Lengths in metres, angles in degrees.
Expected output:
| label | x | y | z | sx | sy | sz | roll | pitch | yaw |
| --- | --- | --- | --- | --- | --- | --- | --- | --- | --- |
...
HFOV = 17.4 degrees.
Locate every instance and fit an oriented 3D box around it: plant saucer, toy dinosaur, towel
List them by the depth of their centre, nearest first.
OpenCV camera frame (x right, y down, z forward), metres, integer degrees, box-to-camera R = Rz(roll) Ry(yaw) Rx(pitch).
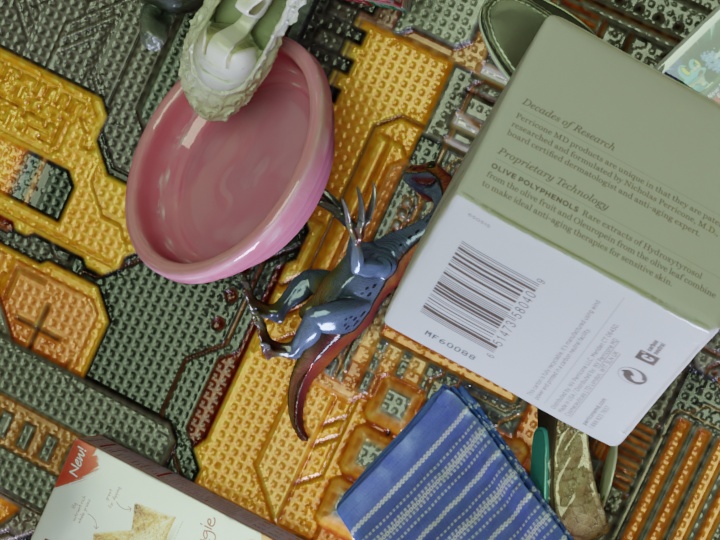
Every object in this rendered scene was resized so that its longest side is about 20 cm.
| label | x | y | z | sx | sy | sz | roll | pitch | yaw |
| --- | --- | --- | --- | --- | --- | --- | --- | --- | --- |
| towel | 0.074 | 0.199 | 1.733 | 0.145 | 0.024 | 0.200 | -47 | 57 | 17 |
| plant saucer | -0.091 | -0.079 | 1.766 | 0.200 | 0.051 | 0.202 | -23 | 53 | 34 |
| toy dinosaur | 0.000 | 0.000 | 1.790 | 0.180 | 0.105 | 0.201 | -20 | 124 | -2 |

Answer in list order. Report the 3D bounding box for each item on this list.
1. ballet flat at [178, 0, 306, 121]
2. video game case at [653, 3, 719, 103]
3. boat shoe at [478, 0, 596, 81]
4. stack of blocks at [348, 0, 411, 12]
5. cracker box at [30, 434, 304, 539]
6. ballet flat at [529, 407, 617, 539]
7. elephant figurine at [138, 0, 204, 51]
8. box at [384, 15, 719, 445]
| label | x | y | z | sx | sy | sz | roll | pitch | yaw |
| --- | --- | --- | --- | --- | --- | --- | --- | --- | --- |
| ballet flat | -0.083 | -0.187 | 1.693 | 0.072 | 0.072 | 0.201 | 39 | 118 | 11 |
| video game case | 0.337 | -0.142 | 1.682 | 0.200 | 0.023 | 0.182 | -44 | 81 | 11 |
| boat shoe | 0.161 | -0.135 | 1.739 | 0.072 | 0.060 | 0.202 | -44 | 80 | 9 |
| stack of blocks | 0.018 | -0.301 | 1.749 | 0.058 | 0.115 | 0.202 | 12 | 92 | 13 |
| cracker box | -0.154 | 0.230 | 1.813 | 0.199 | 0.058 | 0.135 | 25 | 95 | 13 |
| ballet flat | 0.158 | 0.106 | 1.744 | 0.065 | 0.070 | 0.202 | -1 | 92 | -13 |
| elephant figurine | -0.076 | -0.272 | 1.774 | 0.198 | 0.142 | 0.156 | -7 | 117 | -2 |
| box | 0.154 | -0.024 | 1.626 | 0.199 | 0.199 | 0.172 | 28 | 59 | 0 |
